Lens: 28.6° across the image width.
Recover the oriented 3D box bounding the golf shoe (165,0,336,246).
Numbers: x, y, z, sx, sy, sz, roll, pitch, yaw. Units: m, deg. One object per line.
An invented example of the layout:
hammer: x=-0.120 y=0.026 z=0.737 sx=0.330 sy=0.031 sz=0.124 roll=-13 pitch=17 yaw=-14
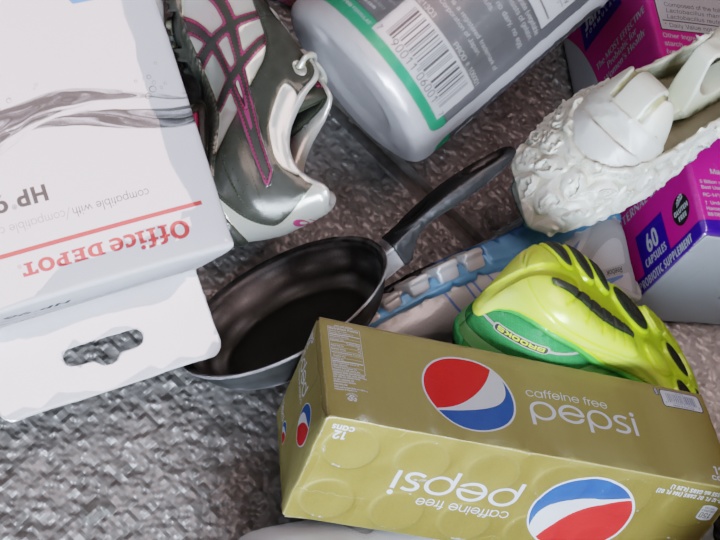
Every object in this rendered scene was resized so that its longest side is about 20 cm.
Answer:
golf shoe: x=-0.056 y=-0.109 z=0.745 sx=0.088 sy=0.077 sz=0.201 roll=-7 pitch=75 yaw=15

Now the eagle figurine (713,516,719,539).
eagle figurine: x=0.240 y=0.166 z=0.675 sx=0.151 sy=0.151 sz=0.201 roll=-39 pitch=114 yaw=-52

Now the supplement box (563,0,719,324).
supplement box: x=0.200 y=-0.081 z=0.835 sx=0.103 sy=0.101 sz=0.201 roll=4 pitch=60 yaw=-18

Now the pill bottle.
pill bottle: x=0.069 y=-0.164 z=0.782 sx=0.200 sy=0.113 sz=0.113 roll=-40 pitch=81 yaw=-8

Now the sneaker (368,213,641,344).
sneaker: x=0.074 y=0.024 z=0.751 sx=0.199 sy=0.075 sz=0.087 roll=-24 pitch=91 yaw=-23

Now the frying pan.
frying pan: x=-0.012 y=0.000 z=0.713 sx=0.190 sy=0.115 sz=0.031 roll=-42 pitch=119 yaw=-30

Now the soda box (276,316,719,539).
soda box: x=0.064 y=0.083 z=0.647 sx=0.199 sy=0.068 sz=0.064 roll=12 pitch=38 yaw=-16

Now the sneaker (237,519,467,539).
sneaker: x=0.025 y=0.134 z=0.675 sx=0.199 sy=0.077 sz=0.081 roll=7 pitch=51 yaw=-25

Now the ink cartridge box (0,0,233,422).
ink cartridge box: x=-0.132 y=-0.046 z=0.627 sx=0.115 sy=0.068 sz=0.201 roll=-17 pitch=87 yaw=-24

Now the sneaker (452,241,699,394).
sneaker: x=0.118 y=0.057 z=0.725 sx=0.200 sy=0.083 sz=0.074 roll=41 pitch=31 yaw=-36

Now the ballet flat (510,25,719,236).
ballet flat: x=0.161 y=-0.091 z=0.734 sx=0.199 sy=0.072 sz=0.072 roll=-30 pitch=76 yaw=-17

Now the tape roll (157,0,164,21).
tape roll: x=-0.201 y=-0.132 z=0.718 sx=0.202 sy=0.037 sz=0.204 roll=5 pitch=77 yaw=-21

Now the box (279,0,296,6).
box: x=-0.020 y=-0.248 z=0.783 sx=0.102 sy=0.200 sz=0.095 roll=23 pitch=57 yaw=-7
